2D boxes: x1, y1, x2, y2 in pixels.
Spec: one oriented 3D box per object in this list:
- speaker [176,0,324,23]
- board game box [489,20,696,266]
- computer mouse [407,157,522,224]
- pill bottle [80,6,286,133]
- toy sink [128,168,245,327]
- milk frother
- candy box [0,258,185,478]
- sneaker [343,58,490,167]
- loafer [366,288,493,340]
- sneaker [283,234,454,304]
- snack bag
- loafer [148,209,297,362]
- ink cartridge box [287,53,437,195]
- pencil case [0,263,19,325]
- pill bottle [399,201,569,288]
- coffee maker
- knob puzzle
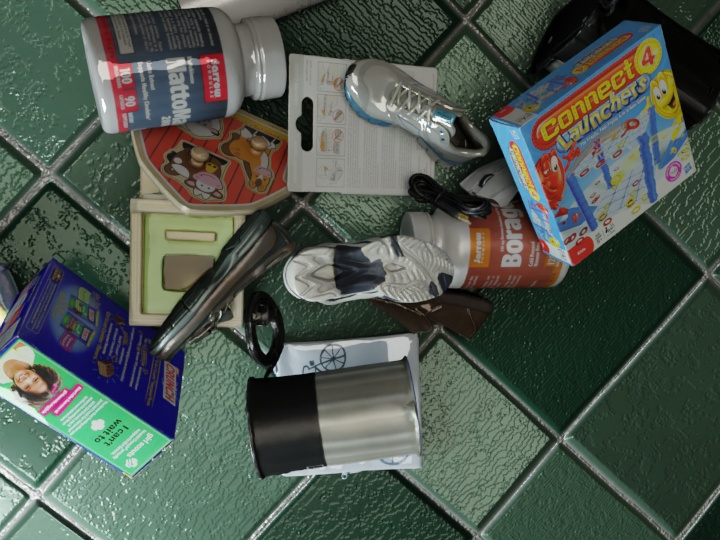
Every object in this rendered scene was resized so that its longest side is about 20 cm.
[{"bbox_3d":[-0.120,-0.334,0.864,0.200,0.081,0.081,-23,99,-5],"label":"speaker"},{"bbox_3d":[0.268,-0.141,0.822,0.200,0.056,0.196,-37,123,-8],"label":"board game box"},{"bbox_3d":[0.163,-0.111,0.908,0.200,0.110,0.044,-21,127,-38],"label":"computer mouse"},{"bbox_3d":[-0.188,-0.222,0.791,0.200,0.120,0.120,-13,98,-18],"label":"pill bottle"},{"bbox_3d":[-0.202,-0.039,0.865,0.130,0.112,0.200,3,95,-10],"label":"toy sink"},{"bbox_3d":[-0.038,0.122,0.859,0.188,0.181,0.200,-8,102,-3],"label":"milk frother"},{"bbox_3d":[-0.298,0.105,0.811,0.077,0.169,0.200,-42,116,13],"label":"candy box"},{"bbox_3d":[0.074,-0.189,0.857,0.200,0.087,0.075,25,86,-25],"label":"sneaker"},{"bbox_3d":[0.073,0.049,0.941,0.200,0.073,0.071,14,96,-9],"label":"loafer"},{"bbox_3d":[0.000,0.000,0.866,0.199,0.130,0.080,-9,96,-17],"label":"sneaker"},{"bbox_3d":[-0.016,0.182,0.967,0.200,0.021,0.189,-4,96,-7],"label":"snack bag"},{"bbox_3d":[-0.148,0.027,0.797,0.063,0.072,0.200,39,90,-20],"label":"loafer"},{"bbox_3d":[0.000,-0.175,0.895,0.200,0.057,0.163,-1,97,-22],"label":"ink cartridge box"},{"bbox_3d":[-0.492,0.062,0.837,0.200,0.091,0.083,-20,99,-6],"label":"pencil case"},{"bbox_3d":[0.155,-0.033,0.927,0.200,0.112,0.112,-1,96,-10],"label":"pill bottle"},{"bbox_3d":[0.342,-0.258,0.895,0.200,0.192,0.135,28,94,-11],"label":"coffee maker"},{"bbox_3d":[-0.165,-0.137,0.833,0.220,0.220,0.030,23,134,-11],"label":"knob puzzle"}]
